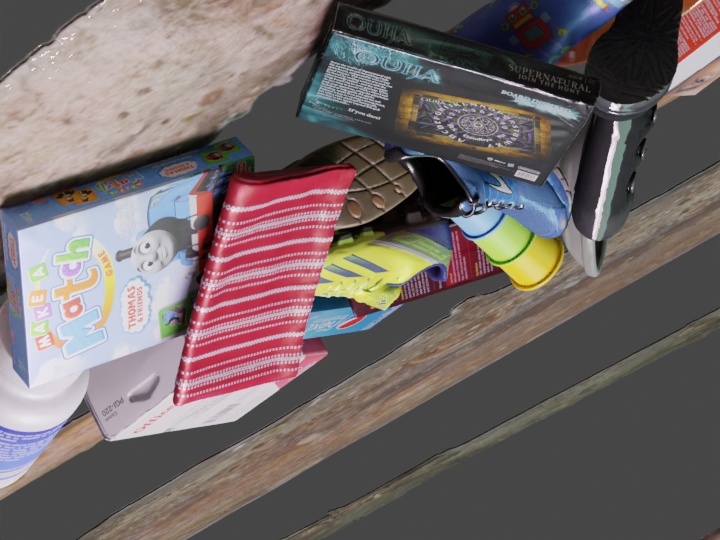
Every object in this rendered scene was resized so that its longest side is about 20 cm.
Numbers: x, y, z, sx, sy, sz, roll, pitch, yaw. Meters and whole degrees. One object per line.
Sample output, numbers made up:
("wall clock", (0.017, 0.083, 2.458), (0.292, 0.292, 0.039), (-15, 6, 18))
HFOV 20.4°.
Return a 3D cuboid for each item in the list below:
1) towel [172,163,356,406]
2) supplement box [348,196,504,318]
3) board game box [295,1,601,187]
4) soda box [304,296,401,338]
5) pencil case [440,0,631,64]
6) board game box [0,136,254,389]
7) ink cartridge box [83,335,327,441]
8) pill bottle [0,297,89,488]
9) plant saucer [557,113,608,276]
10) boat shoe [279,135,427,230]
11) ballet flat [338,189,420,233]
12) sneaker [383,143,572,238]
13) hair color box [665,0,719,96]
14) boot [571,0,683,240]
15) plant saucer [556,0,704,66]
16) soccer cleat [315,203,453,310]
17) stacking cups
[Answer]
("towel", (-0.076, 0.009, 1.586), (0.144, 0.022, 0.201), (-10, 123, -51))
("supplement box", (0.075, -0.034, 1.846), (0.199, 0.061, 0.109), (-17, 148, -3))
("board game box", (0.062, -0.127, 1.469), (0.199, 0.028, 0.135), (16, 154, -8))
("soda box", (-0.043, 0.022, 1.909), (0.064, 0.068, 0.200), (-36, 162, 32))
("pencil case", (0.138, -0.195, 1.499), (0.200, 0.078, 0.087), (-37, -173, 31))
("board game box", (-0.175, -0.006, 1.533), (0.199, 0.037, 0.152), (-19, 132, -26))
("ink cartridge box", (-0.152, 0.088, 1.910), (0.145, 0.085, 0.200), (-36, 164, 29))
("pill bottle", (-0.290, 0.095, 1.648), (0.112, 0.112, 0.200), (-16, 161, -36))
("plant saucer", (0.200, -0.096, 1.794), (0.050, 0.201, 0.200), (6, 169, 11))
("boat shoe", (-0.040, -0.063, 1.662), (0.199, 0.072, 0.068), (-26, -167, 1))
("ballet flat", (-0.033, -0.047, 1.771), (0.199, 0.057, 0.067), (-29, 126, -3))
("sneaker", (0.090, -0.072, 1.630), (0.200, 0.090, 0.078), (31, 155, -29))
("hair color box", (0.324, -0.230, 1.729), (0.200, 0.064, 0.111), (-37, 163, 35))
("boot", (0.196, -0.104, 1.568), (0.165, 0.065, 0.201), (-58, 167, -45))
("plant saucer", (0.223, -0.233, 1.610), (0.199, 0.032, 0.200), (-25, 164, -8))
("soccer cleat", (0.001, 0.000, 1.717), (0.199, 0.084, 0.065), (-17, -165, -35))
("stacking cups", (0.099, -0.057, 1.736), (0.060, 0.061, 0.200), (-33, 131, 21))
